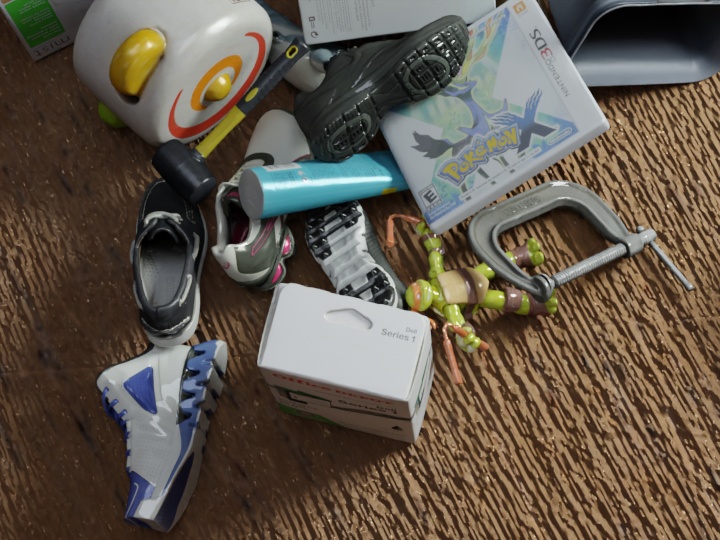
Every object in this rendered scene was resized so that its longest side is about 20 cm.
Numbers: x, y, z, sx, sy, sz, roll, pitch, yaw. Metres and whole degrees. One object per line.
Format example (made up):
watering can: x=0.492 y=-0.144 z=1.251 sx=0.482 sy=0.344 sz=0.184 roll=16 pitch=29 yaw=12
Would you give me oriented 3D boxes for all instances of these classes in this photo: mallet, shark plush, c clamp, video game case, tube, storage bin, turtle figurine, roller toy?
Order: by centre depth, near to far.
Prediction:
turtle figurine: x=0.110 y=0.027 z=1.528 sx=0.161 sy=0.064 sz=0.200 roll=-6 pitch=55 yaw=-22
c clamp: x=0.211 y=-0.022 z=1.538 sx=0.200 sy=0.027 sz=0.171 roll=-18 pitch=59 yaw=-30
video game case: x=0.121 y=-0.158 z=1.539 sx=0.200 sy=0.022 sz=0.183 roll=-32 pitch=59 yaw=13
tube: x=-0.023 y=-0.092 z=1.556 sx=0.200 sy=0.050 sz=0.077 roll=-12 pitch=42 yaw=-30
mallet: x=-0.119 y=-0.148 z=1.559 sx=0.200 sy=0.041 sz=0.066 roll=-39 pitch=76 yaw=9
storage bin: x=0.285 y=-0.285 z=1.578 sx=0.200 sy=0.146 sz=0.135 roll=-6 pitch=60 yaw=-24
roller toy: x=-0.186 y=-0.224 z=1.582 sx=0.140 sy=0.200 sz=0.182 roll=42 pitch=73 yaw=15
shark plush: x=-0.060 y=-0.235 z=1.661 sx=0.200 sy=0.091 sz=0.083 roll=35 pitch=53 yaw=30

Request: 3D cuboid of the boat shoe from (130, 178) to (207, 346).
boat shoe: x=-0.196 y=-0.021 z=1.556 sx=0.074 sy=0.060 sz=0.200 roll=-4 pitch=54 yaw=4

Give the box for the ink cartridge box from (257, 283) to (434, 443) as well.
ink cartridge box: x=-0.010 y=0.090 z=1.461 sx=0.146 sy=0.200 sz=0.085 roll=12 pitch=75 yaw=8

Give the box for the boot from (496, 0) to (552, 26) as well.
boot: x=0.175 y=-0.245 z=1.624 sx=0.073 sy=0.075 sz=0.200 roll=-16 pitch=73 yaw=-3

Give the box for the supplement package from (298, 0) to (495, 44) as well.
supplement package: x=0.030 y=-0.345 z=1.599 sx=0.199 sy=0.152 sz=0.151 roll=-7 pitch=37 yaw=2

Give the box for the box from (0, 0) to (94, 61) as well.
box: x=-0.297 y=-0.335 z=1.632 sx=0.200 sy=0.177 sz=0.097 roll=-27 pitch=72 yaw=-5

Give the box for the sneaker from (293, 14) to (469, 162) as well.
sneaker: x=0.016 y=-0.198 z=1.542 sx=0.200 sy=0.076 sz=0.091 roll=-35 pitch=54 yaw=-4

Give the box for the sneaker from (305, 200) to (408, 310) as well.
sneaker: x=0.000 y=0.000 z=1.563 sx=0.066 sy=0.091 sz=0.200 roll=-31 pitch=47 yaw=6

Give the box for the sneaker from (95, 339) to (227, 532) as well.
sneaker: x=-0.211 y=0.153 z=1.527 sx=0.115 sy=0.081 sz=0.200 roll=11 pitch=66 yaw=11

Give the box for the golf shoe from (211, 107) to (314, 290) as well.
golf shoe: x=-0.100 y=-0.082 z=1.576 sx=0.077 sy=0.088 sz=0.200 roll=-4 pitch=68 yaw=29

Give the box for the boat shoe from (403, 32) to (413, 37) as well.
boat shoe: x=0.107 y=-0.181 z=1.615 sx=0.060 sy=0.074 sz=0.200 roll=0 pitch=46 yaw=-39
